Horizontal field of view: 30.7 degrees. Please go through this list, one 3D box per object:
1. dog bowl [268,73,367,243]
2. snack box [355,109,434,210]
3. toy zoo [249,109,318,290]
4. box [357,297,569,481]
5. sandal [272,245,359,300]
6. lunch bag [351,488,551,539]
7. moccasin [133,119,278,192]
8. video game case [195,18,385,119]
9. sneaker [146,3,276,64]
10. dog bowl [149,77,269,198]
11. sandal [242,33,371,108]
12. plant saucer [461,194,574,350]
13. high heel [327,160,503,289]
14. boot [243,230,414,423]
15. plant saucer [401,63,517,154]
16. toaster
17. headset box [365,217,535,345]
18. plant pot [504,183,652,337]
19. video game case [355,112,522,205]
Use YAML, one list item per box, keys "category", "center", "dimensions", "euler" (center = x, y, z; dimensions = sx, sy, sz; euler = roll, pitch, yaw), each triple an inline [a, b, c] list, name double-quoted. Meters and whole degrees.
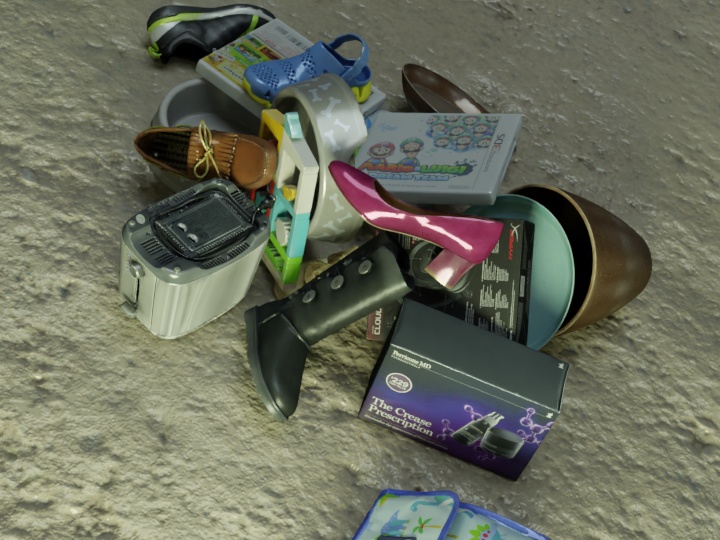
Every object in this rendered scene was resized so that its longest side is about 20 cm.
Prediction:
- category: "dog bowl"
  center: [-0.056, -0.131, 1.559]
  dimensions: [0.058, 0.201, 0.201]
  euler: [-7, 51, -26]
- category: "snack box"
  center: [0.005, -0.158, 1.755]
  dimensions: [0.197, 0.053, 0.143]
  euler: [12, 45, -12]
- category: "toy zoo"
  center: [-0.093, -0.096, 1.535]
  dimensions: [0.020, 0.202, 0.132]
  euler: [-7, 37, -26]
- category: "box"
  center: [0.113, 0.134, 1.460]
  dimensions: [0.198, 0.142, 0.079]
  euler: [21, 43, 0]
- category: "sandal"
  center: [-0.002, -0.004, 1.595]
  dimensions: [0.209, 0.070, 0.078]
  euler: [-1, 49, -22]
- category: "lunch bag"
  center: [0.073, 0.316, 1.294]
  dimensions: [0.198, 0.129, 0.170]
  euler: [21, 45, 17]
- category: "moccasin"
  center: [-0.182, -0.138, 1.537]
  dimensions: [0.199, 0.075, 0.077]
  euler: [19, 6, 33]
- category: "video game case"
  center: [-0.090, -0.249, 1.746]
  dimensions: [0.199, 0.023, 0.182]
  euler: [37, 42, 12]
- category: "sneaker"
  center: [-0.206, -0.319, 1.828]
  dimensions: [0.197, 0.072, 0.084]
  euler: [-7, 75, -26]
- category: "dog bowl"
  center: [-0.178, -0.170, 1.690]
  dimensions: [0.197, 0.059, 0.202]
  euler: [12, 45, -12]
- category: "sandal"
  center: [-0.063, -0.262, 1.692]
  dimensions: [0.198, 0.088, 0.080]
  euler: [-16, 56, -35]
- category: "plant saucer"
  center: [0.176, 0.010, 1.579]
  dimensions: [0.027, 0.201, 0.201]
  euler: [7, 40, -52]
- category: "high heel"
  center: [0.061, -0.077, 1.445]
  dimensions: [0.199, 0.096, 0.068]
  euler: [39, 18, -7]
- category: "boot"
  center: [-0.028, 0.059, 1.441]
  dimensions: [0.198, 0.066, 0.166]
  euler: [-26, 46, 9]
- category: "plant saucer"
  center: [0.132, -0.216, 1.832]
  dimensions: [0.199, 0.032, 0.201]
  euler: [32, 22, -14]
- category: "toaster"
  center: [-0.187, -0.014, 1.486]
  dimensions: [0.114, 0.130, 0.199]
  euler: [42, 48, 18]
- category: "headset box"
  center: [0.095, 0.012, 1.515]
  dimensions: [0.197, 0.151, 0.077]
  euler: [3, -1, 20]
- category: "plant pot"
  center: [0.277, -0.008, 1.652]
  dimensions: [0.198, 0.188, 0.188]
  euler: [2, 45, -45]
- category: "video game case"
  center: [0.091, -0.144, 1.659]
  dimensions: [0.197, 0.024, 0.183]
  euler: [3, 39, 20]
